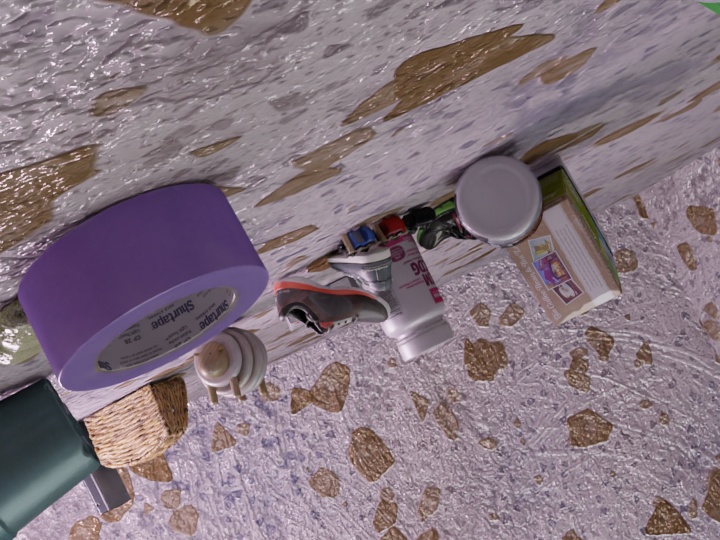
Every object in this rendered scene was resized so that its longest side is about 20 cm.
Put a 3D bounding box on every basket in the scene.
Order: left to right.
[{"bbox_3d":[-0.463,0.335,2.324,0.199,0.144,0.149,-28,173,19],"label":"basket"}]

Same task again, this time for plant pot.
[{"bbox_3d":[-0.481,0.264,1.490,0.195,0.201,0.200,-32,176,-14],"label":"plant pot"}]

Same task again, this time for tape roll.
[{"bbox_3d":[-0.184,0.017,0.925,0.199,0.085,0.200,-30,167,-7],"label":"tape roll"}]

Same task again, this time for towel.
[{"bbox_3d":[-0.269,0.033,1.073,0.199,0.037,0.148,-23,172,-29],"label":"towel"}]

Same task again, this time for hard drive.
[{"bbox_3d":[-0.577,0.425,2.340,0.033,0.201,0.140,-29,174,5],"label":"hard drive"}]

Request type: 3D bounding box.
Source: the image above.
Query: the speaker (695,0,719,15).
[{"bbox_3d":[0.294,-0.245,0.844,0.088,0.089,0.200,-29,173,27],"label":"speaker"}]

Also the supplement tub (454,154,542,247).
[{"bbox_3d":[0.204,-0.096,1.556,0.122,0.123,0.200,-27,175,10],"label":"supplement tub"}]

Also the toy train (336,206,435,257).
[{"bbox_3d":[0.042,-0.060,1.601,0.199,0.034,0.046,-21,169,-42],"label":"toy train"}]

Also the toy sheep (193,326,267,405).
[{"bbox_3d":[-0.227,0.168,1.936,0.137,0.139,0.200,-28,166,18],"label":"toy sheep"}]

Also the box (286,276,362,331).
[{"bbox_3d":[-0.057,0.056,2.143,0.199,0.041,0.156,-27,174,-6],"label":"box"}]

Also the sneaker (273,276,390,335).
[{"bbox_3d":[-0.047,0.072,1.717,0.198,0.083,0.077,11,151,-18],"label":"sneaker"}]

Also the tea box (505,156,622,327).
[{"bbox_3d":[0.334,-0.051,1.829,0.133,0.201,0.197,-28,-159,19],"label":"tea box"}]

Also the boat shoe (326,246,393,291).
[{"bbox_3d":[0.000,0.000,1.655,0.072,0.062,0.200,-17,-174,-18],"label":"boat shoe"}]

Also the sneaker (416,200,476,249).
[{"bbox_3d":[0.172,-0.078,1.751,0.199,0.084,0.076,-31,172,36],"label":"sneaker"}]

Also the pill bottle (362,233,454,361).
[{"bbox_3d":[0.073,0.042,1.803,0.113,0.201,0.113,-25,174,-3],"label":"pill bottle"}]
